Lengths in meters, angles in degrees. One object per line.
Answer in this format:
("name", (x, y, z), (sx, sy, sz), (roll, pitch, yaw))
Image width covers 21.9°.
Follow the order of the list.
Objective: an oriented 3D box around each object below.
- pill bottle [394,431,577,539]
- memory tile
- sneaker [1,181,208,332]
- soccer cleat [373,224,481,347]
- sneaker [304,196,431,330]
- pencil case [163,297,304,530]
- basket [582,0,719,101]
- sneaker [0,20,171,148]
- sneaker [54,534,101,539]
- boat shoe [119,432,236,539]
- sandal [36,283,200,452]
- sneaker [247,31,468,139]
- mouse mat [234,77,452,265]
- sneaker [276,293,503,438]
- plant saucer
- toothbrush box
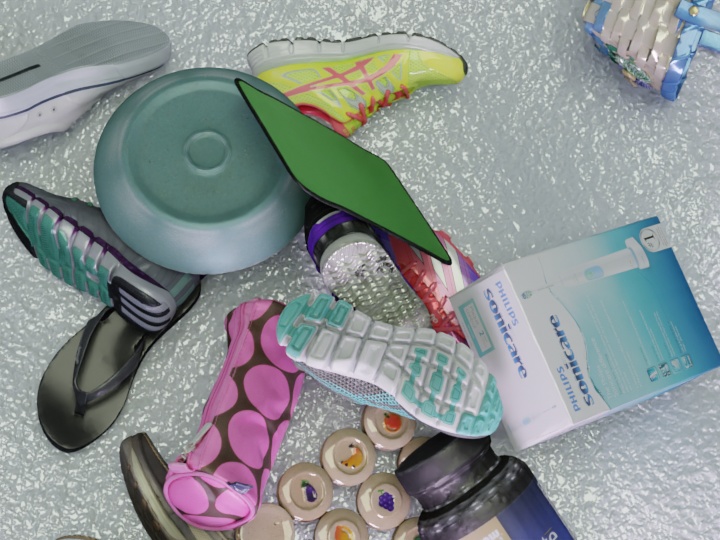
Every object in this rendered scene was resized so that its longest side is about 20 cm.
("pill bottle", (0.118, 0.229, 1.569), (0.112, 0.112, 0.201), (-35, 94, -10))
("memory tile", (0.003, 0.214, 1.598), (0.200, 0.017, 0.154), (-40, 95, -21))
("sneaker", (-0.222, -0.026, 1.632), (0.199, 0.075, 0.087), (36, 56, 19))
("soccer cleat", (0.078, 0.028, 1.642), (0.200, 0.067, 0.077), (41, 57, 0))
("sneaker", (0.000, 0.000, 1.598), (0.069, 0.201, 0.100), (-28, 54, -3))
("pencil case", (-0.102, 0.115, 1.568), (0.094, 0.090, 0.201), (46, 43, -31))
("basket", (0.306, -0.217, 1.666), (0.199, 0.176, 0.140), (17, 92, 13))
("sneaker", (-0.261, -0.166, 1.663), (0.199, 0.071, 0.073), (-22, 51, -27))
("sneaker", (-0.198, 0.292, 1.528), (0.199, 0.070, 0.109), (13, 61, 30))
("boat shoe", (-0.137, 0.222, 1.594), (0.073, 0.074, 0.201), (-31, 91, -20))
("sandal", (-0.217, 0.065, 1.627), (0.076, 0.043, 0.201), (33, 78, 3))
("sneaker", (-0.001, -0.162, 1.679), (0.198, 0.078, 0.091), (-4, 80, 5))
("mouse mat", (-0.014, -0.083, 1.578), (0.008, 0.199, 0.161), (-49, 44, 18))
("sneaker", (0.024, 0.084, 1.543), (0.199, 0.091, 0.078), (26, 71, 5))
("plant saucer", (-0.132, -0.095, 1.602), (0.198, 0.036, 0.202), (1, 67, -2))
("toothbrush box", (0.195, 0.052, 1.598), (0.199, 0.085, 0.147), (-17, 79, -39))
